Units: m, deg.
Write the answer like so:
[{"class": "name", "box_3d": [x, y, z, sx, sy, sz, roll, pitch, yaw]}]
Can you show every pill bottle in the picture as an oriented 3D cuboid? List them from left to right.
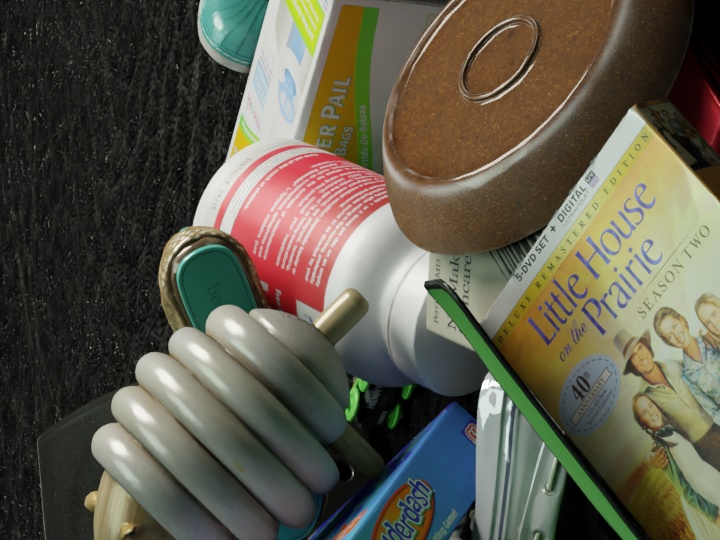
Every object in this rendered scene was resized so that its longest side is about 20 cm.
[{"class": "pill bottle", "box_3d": [0.000, 0.000, 1.247, 0.200, 0.112, 0.113, 26, 112, 47]}]

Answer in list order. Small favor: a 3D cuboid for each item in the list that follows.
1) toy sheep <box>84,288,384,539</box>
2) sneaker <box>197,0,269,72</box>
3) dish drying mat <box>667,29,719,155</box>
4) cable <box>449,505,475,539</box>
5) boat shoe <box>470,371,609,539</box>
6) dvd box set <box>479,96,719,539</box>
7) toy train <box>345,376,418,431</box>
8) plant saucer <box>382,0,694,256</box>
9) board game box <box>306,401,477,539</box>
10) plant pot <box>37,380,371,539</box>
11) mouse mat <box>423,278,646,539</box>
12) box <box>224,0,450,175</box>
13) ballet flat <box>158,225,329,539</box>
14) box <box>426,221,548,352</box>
[{"class": "toy sheep", "box_3d": [-0.066, 0.088, 1.150, 0.200, 0.138, 0.138, -48, 20, -10]}, {"class": "sneaker", "box_3d": [-0.049, -0.222, 1.458, 0.200, 0.071, 0.080, -64, 5, -37]}, {"class": "dish drying mat", "box_3d": [0.144, -0.021, 1.104, 0.077, 0.018, 0.201, -113, 33, -46]}, {"class": "cable", "box_3d": [0.035, 0.258, 1.268, 0.200, 0.069, 0.200, -108, 30, -42]}, {"class": "boat shoe", "box_3d": [0.097, 0.147, 1.128, 0.067, 0.074, 0.201, 9, 115, 30]}, {"class": "dvd box set", "box_3d": [0.150, 0.046, 0.929, 0.200, 0.029, 0.147, 52, 130, 23]}, {"class": "toy train", "box_3d": [0.031, 0.021, 1.356, 0.057, 0.042, 0.200, -96, 21, -46]}, {"class": "plant saucer", "box_3d": [0.079, -0.100, 1.100, 0.200, 0.034, 0.201, -34, 35, 28]}, {"class": "board game box", "box_3d": [-0.015, 0.172, 1.132, 0.152, 0.045, 0.200, -47, 2, 38]}, {"class": "plant pot", "box_3d": [-0.085, 0.167, 1.434, 0.177, 0.199, 0.200, -46, 45, 49]}, {"class": "mouse mat", "box_3d": [0.094, 0.083, 1.008, 0.200, 0.008, 0.161, 51, 179, 0]}, {"class": "box", "box_3d": [-0.008, -0.112, 1.385, 0.113, 0.101, 0.201, -113, 34, -49]}, {"class": "ballet flat", "box_3d": [-0.067, 0.061, 1.242, 0.065, 0.070, 0.201, -132, 26, -67]}, {"class": "box", "box_3d": [0.113, 0.014, 1.066, 0.200, 0.068, 0.083, 20, 110, 58]}]
